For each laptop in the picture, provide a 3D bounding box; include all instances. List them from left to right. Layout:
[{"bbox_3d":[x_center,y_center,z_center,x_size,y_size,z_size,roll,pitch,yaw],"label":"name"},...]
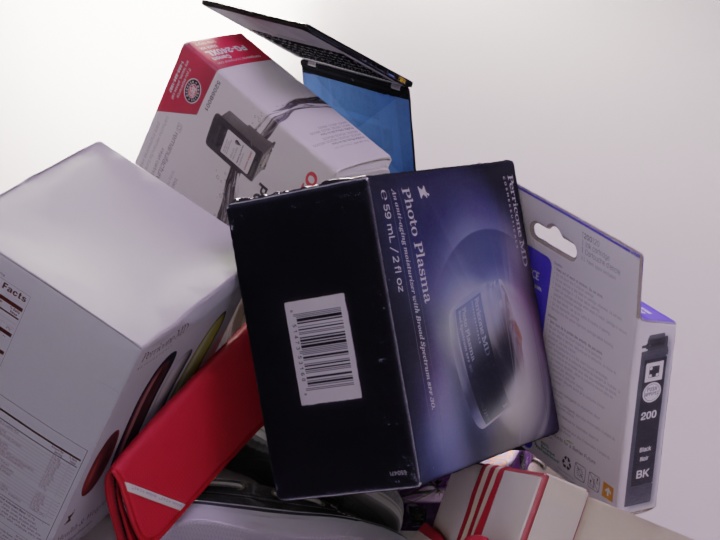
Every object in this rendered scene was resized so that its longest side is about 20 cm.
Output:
[{"bbox_3d":[-0.045,-0.145,1.665,0.199,0.117,0.187,25,-1,-36],"label":"laptop"}]

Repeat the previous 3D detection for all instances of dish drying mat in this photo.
[{"bbox_3d":[-0.108,0.110,1.233,0.018,0.077,0.200,3,30,29],"label":"dish drying mat"}]

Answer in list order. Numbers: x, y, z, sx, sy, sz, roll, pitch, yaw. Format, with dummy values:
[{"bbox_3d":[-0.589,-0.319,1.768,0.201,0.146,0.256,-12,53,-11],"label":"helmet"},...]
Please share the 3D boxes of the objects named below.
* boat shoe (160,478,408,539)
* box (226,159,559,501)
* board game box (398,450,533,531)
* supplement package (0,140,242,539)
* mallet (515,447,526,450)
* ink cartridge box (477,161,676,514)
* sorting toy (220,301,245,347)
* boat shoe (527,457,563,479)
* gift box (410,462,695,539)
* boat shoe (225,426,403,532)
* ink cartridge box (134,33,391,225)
[{"bbox_3d":[-0.050,0.179,1.278,0.199,0.072,0.071,16,34,-19],"label":"boat shoe"},{"bbox_3d":[0.028,0.035,1.243,0.198,0.122,0.202,-11,92,-57],"label":"box"},{"bbox_3d":[0.073,0.146,1.430,0.119,0.033,0.200,2,21,19],"label":"board game box"},{"bbox_3d":[-0.194,0.056,1.214,0.147,0.201,0.191,32,28,8],"label":"supplement package"},{"bbox_3d":[0.044,0.133,1.385,0.198,0.041,0.066,1,20,16],"label":"mallet"},{"bbox_3d":[0.146,0.043,1.307,0.043,0.202,0.198,-12,28,-28],"label":"ink cartridge box"},{"bbox_3d":[0.000,0.000,1.469,0.199,0.108,0.180,-7,19,26],"label":"sorting toy"},{"bbox_3d":[0.136,0.164,1.487,0.199,0.063,0.071,-8,46,-47],"label":"boat shoe"},{"bbox_3d":[0.118,0.238,1.188,0.186,0.201,0.184,24,-14,-14],"label":"gift box"},{"bbox_3d":[-0.050,0.129,1.340,0.201,0.075,0.065,27,52,18],"label":"boat shoe"},{"bbox_3d":[-0.089,-0.092,1.616,0.200,0.146,0.083,41,31,24],"label":"ink cartridge box"}]
